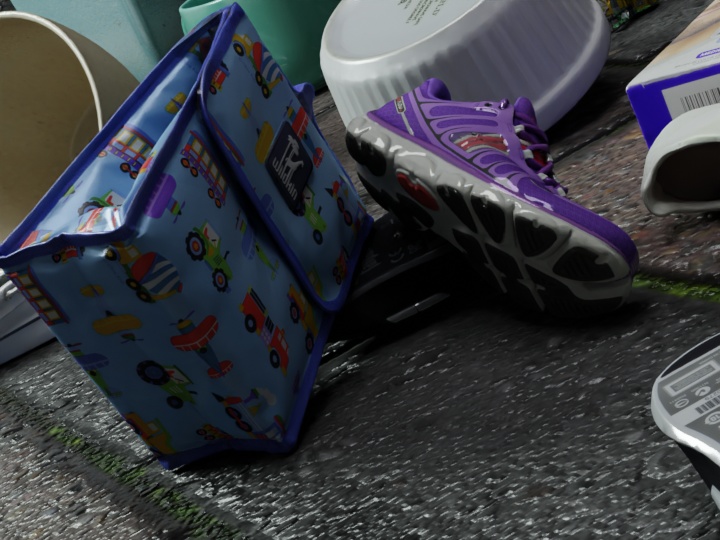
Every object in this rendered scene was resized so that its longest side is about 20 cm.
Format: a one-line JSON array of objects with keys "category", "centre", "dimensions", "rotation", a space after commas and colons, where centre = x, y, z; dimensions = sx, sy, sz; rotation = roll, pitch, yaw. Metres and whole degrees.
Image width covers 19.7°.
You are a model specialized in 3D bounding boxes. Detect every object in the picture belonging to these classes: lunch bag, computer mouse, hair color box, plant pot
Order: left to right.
[{"category": "plant pot", "centre": [-0.215, -0.267, 2.113], "dimensions": [0.195, 0.201, 0.196], "rotation": [-6, 23, 48]}, {"category": "lunch bag", "centre": [-0.070, -0.025, 1.057], "dimensions": [0.094, 0.151, 0.201], "rotation": [-11, 37, 37]}, {"category": "computer mouse", "centre": [0.000, 0.000, 1.153], "dimensions": [0.199, 0.046, 0.141], "rotation": [-33, 28, 3]}, {"category": "hair color box", "centre": [0.245, -0.129, 1.203], "dimensions": [0.109, 0.065, 0.200], "rotation": [-14, 16, 36]}, {"category": "computer mouse", "centre": [0.160, 0.070, 0.695], "dimensions": [0.109, 0.044, 0.200], "rotation": [-29, 21, -1]}]

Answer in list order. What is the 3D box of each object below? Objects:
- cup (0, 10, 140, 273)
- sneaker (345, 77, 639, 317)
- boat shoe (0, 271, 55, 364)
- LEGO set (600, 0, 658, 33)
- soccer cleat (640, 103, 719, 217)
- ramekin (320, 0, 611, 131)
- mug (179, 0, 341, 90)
[{"category": "cup", "centre": [-0.233, -0.095, 1.632], "dimensions": [0.199, 0.202, 0.143], "rotation": [-14, -9, 32]}, {"category": "sneaker", "centre": [0.072, -0.049, 1.042], "dimensions": [0.083, 0.081, 0.200], "rotation": [-40, 45, -13]}, {"category": "boat shoe", "centre": [-0.279, 0.041, 1.414], "dimensions": [0.199, 0.066, 0.073], "rotation": [-29, 16, -21]}, {"category": "LEGO set", "centre": [0.127, -0.220, 1.587], "dimensions": [0.153, 0.116, 0.200], "rotation": [-7, 23, 48]}, {"category": "soccer cleat", "centre": [0.230, -0.072, 1.035], "dimensions": [0.199, 0.070, 0.078], "rotation": [-22, 18, 35]}, {"category": "ramekin", "centre": [0.063, -0.156, 1.413], "dimensions": [0.201, 0.094, 0.203], "rotation": [-26, 29, 16]}, {"category": "mug", "centre": [-0.079, -0.221, 1.916], "dimensions": [0.151, 0.115, 0.185], "rotation": [-25, 14, -3]}]
